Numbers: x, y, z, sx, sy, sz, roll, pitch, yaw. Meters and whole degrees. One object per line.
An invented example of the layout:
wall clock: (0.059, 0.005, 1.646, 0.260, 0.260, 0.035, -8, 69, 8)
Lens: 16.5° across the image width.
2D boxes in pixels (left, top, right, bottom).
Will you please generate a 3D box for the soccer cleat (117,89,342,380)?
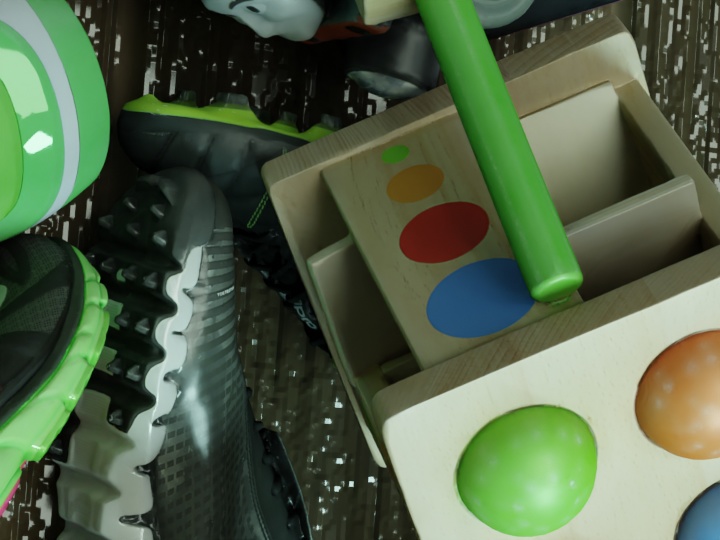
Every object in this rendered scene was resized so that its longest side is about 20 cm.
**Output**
soccer cleat: (0.000, 0.000, 0.842, 0.199, 0.067, 0.082, 24, 83, -30)

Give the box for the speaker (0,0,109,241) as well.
speaker: (-0.173, -0.027, 0.718, 0.199, 0.088, 0.089, -24, 102, -36)

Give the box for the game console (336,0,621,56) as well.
game console: (0.049, -0.186, 0.871, 0.176, 0.031, 0.201, -20, 105, -35)

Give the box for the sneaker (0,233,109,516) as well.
sneaker: (-0.134, 0.039, 0.717, 0.084, 0.077, 0.200, 39, 33, -8)

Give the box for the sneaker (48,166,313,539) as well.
sneaker: (-0.055, 0.067, 0.807, 0.090, 0.066, 0.202, 3, 98, -36)

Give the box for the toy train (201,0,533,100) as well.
toy train: (0.009, -0.159, 0.789, 0.113, 0.085, 0.201, 17, 84, -27)

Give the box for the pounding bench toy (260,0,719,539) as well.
pounding bench toy: (0.051, 0.004, 0.725, 0.124, 0.156, 0.201, -22, 126, -3)
